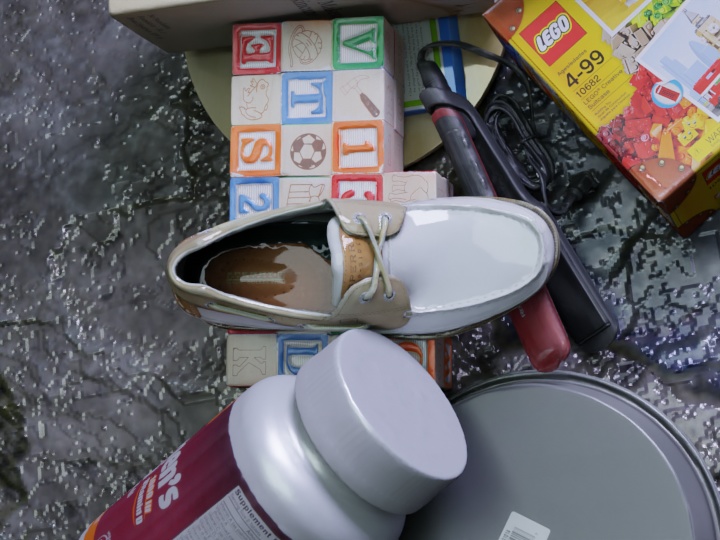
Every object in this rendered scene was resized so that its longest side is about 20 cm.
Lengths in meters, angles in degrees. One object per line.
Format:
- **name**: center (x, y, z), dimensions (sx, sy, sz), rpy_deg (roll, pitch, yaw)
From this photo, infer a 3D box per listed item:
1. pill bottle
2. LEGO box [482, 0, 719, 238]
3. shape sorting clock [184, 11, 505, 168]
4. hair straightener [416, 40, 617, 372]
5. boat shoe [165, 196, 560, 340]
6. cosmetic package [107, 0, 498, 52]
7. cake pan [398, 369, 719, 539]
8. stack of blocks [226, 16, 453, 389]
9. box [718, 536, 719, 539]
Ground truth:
- **pill bottle**: center (-0.047, 0.123, 0.868), dimensions (0.200, 0.110, 0.110), rpy_deg (-41, 66, 24)
- **LEGO box**: center (0.193, -0.142, 0.898), dimensions (0.200, 0.077, 0.149), rpy_deg (-42, 67, 5)
- **shape sorting clock**: center (-0.010, -0.150, 0.991), dimensions (0.200, 0.039, 0.200), rpy_deg (-1, 84, 12)
- **hair straightener**: center (0.088, -0.043, 0.926), dimensions (0.077, 0.041, 0.200), rpy_deg (-16, 69, -32)
- **boat shoe**: center (0.000, 0.000, 0.857), dimensions (0.200, 0.068, 0.075), rpy_deg (-8, 83, 11)
- **cosmetic package**: center (-0.030, -0.174, 0.926), dimensions (0.200, 0.104, 0.073), rpy_deg (-5, 84, 13)
- **cake pan**: center (0.089, 0.147, 0.880), dimensions (0.200, 0.037, 0.200), rpy_deg (-5, 74, 18)
- **stack of blocks**: center (-0.009, -0.035, 0.928), dimensions (0.115, 0.059, 0.200), rpy_deg (-1, 84, 12)
- **box**: center (0.217, 0.085, 0.798), dimensions (0.039, 0.137, 0.200), rpy_deg (21, 83, 23)
